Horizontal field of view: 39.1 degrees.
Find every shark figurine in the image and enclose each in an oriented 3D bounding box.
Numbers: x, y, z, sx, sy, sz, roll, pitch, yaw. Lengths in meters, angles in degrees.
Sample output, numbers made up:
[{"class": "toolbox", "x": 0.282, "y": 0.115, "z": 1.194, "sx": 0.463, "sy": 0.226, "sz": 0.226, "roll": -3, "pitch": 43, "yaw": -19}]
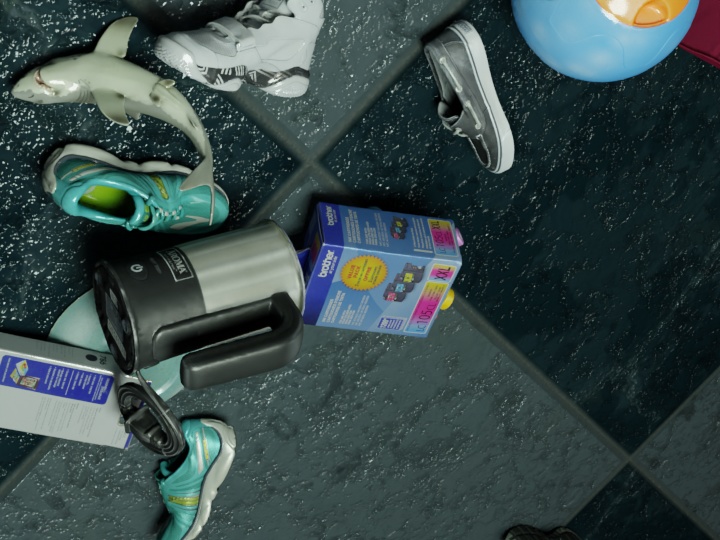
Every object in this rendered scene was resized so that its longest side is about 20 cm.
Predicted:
[{"class": "shark figurine", "x": -0.204, "y": -0.148, "z": 0.969, "sx": 0.128, "sy": 0.214, "sz": 0.090, "roll": -58, "pitch": -179, "yaw": -24}]

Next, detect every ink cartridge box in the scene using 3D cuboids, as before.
[{"class": "ink cartridge box", "x": -0.333, "y": 0.128, "z": 1.087, "sx": 0.200, "sy": 0.039, "sz": 0.100, "roll": 16, "pitch": 113, "yaw": -21}, {"class": "ink cartridge box", "x": 0.000, "y": 0.000, "z": 1.183, "sx": 0.199, "sy": 0.076, "sz": 0.137, "roll": 8, "pitch": 133, "yaw": -15}]

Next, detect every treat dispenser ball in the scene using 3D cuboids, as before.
[{"class": "treat dispenser ball", "x": 0.263, "y": -0.305, "z": 1.092, "sx": 0.200, "sy": 0.201, "sz": 0.201, "roll": -17, "pitch": 129, "yaw": -22}]

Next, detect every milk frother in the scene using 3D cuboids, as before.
[{"class": "milk frother", "x": -0.162, "y": 0.072, "z": 1.053, "sx": 0.188, "sy": 0.181, "sz": 0.200, "roll": -15, "pitch": 152, "yaw": -28}]

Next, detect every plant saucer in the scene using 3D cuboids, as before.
[{"class": "plant saucer", "x": -0.256, "y": 0.098, "z": 1.152, "sx": 0.201, "sy": 0.039, "sz": 0.201, "roll": -17, "pitch": 129, "yaw": -22}]

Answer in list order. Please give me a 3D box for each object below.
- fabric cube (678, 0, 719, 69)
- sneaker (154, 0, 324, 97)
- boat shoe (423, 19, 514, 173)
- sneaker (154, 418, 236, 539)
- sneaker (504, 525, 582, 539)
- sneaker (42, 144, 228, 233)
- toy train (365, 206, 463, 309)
[{"class": "fabric cube", "x": 0.547, "y": -0.316, "z": 1.272, "sx": 0.199, "sy": 0.200, "sz": 0.197, "roll": 15, "pitch": 113, "yaw": -39}, {"class": "sneaker", "x": -0.108, "y": -0.234, "z": 0.971, "sx": 0.200, "sy": 0.075, "sz": 0.115, "roll": -5, "pitch": 122, "yaw": -55}, {"class": "boat shoe", "x": 0.122, "y": -0.187, "z": 1.174, "sx": 0.068, "sy": 0.072, "sz": 0.200, "roll": -33, "pitch": 131, "yaw": -12}, {"class": "sneaker", "x": -0.224, "y": 0.271, "z": 1.289, "sx": 0.079, "sy": 0.078, "sz": 0.200, "roll": 17, "pitch": 107, "yaw": -19}, {"class": "sneaker", "x": 0.320, "y": 0.505, "z": 1.798, "sx": 0.200, "sy": 0.075, "sz": 0.079, "roll": 15, "pitch": 114, "yaw": -39}, {"class": "sneaker", "x": -0.220, "y": -0.065, "z": 1.020, "sx": 0.200, "sy": 0.080, "sz": 0.078, "roll": 8, "pitch": 117, "yaw": -38}, {"class": "toy train", "x": 0.050, "y": -0.013, "z": 1.269, "sx": 0.150, "sy": 0.056, "sz": 0.200, "roll": -5, "pitch": 135, "yaw": -4}]
